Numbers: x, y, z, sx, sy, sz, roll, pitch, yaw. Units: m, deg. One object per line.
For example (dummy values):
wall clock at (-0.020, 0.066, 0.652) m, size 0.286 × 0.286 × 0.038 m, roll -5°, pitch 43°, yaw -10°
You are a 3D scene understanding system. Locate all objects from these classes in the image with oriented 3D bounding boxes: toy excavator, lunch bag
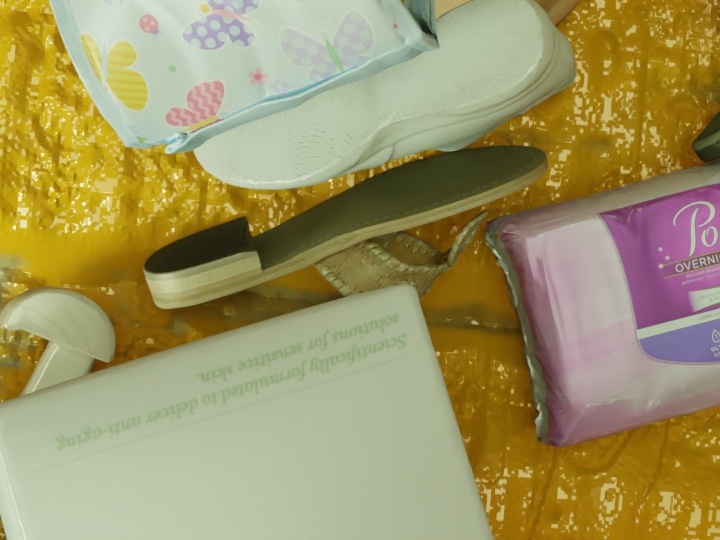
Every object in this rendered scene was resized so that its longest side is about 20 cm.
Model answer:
toy excavator at (-0.219, 0.110, 0.996) m, size 0.200 × 0.100 × 0.195 m, roll -4°, pitch 93°, yaw -16°
lunch bag at (-0.065, -0.171, 0.958) m, size 0.169 × 0.127 × 0.200 m, roll -21°, pitch 84°, yaw 23°

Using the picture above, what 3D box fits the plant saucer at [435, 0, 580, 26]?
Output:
plant saucer at (0.037, -0.203, 1.031) m, size 0.200 × 0.032 × 0.201 m, roll 0°, pitch 90°, yaw -4°

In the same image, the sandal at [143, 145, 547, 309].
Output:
sandal at (0.000, -0.002, 1.021) m, size 0.211 × 0.078 × 0.070 m, roll -16°, pitch 111°, yaw 3°

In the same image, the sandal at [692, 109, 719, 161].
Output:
sandal at (0.220, -0.141, 1.022) m, size 0.057 × 0.080 × 0.201 m, roll 32°, pitch 79°, yaw -8°

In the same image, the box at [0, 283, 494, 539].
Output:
box at (-0.053, 0.133, 0.904) m, size 0.199 × 0.171 × 0.200 m, roll -16°, pitch 87°, yaw -13°

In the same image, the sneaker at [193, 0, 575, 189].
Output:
sneaker at (0.015, -0.079, 1.013) m, size 0.200 × 0.088 × 0.075 m, roll -13°, pitch 75°, yaw 20°

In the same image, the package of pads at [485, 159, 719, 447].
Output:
package of pads at (0.172, 0.008, 1.018) m, size 0.200 × 0.076 × 0.121 m, roll -15°, pitch 94°, yaw -3°
